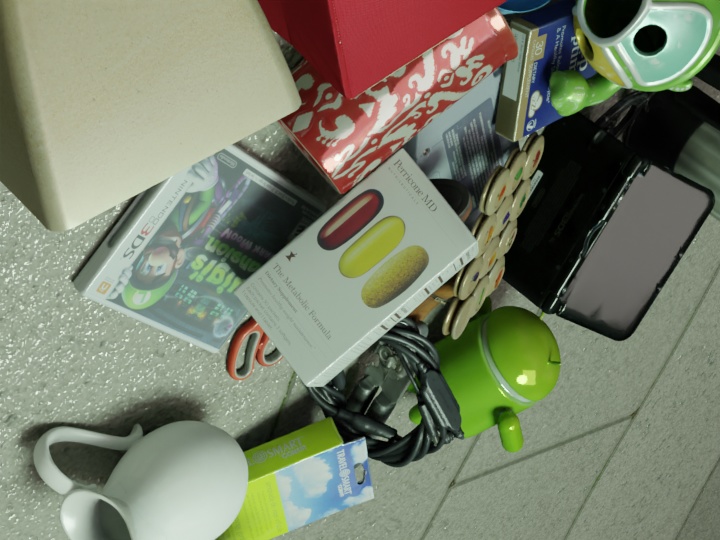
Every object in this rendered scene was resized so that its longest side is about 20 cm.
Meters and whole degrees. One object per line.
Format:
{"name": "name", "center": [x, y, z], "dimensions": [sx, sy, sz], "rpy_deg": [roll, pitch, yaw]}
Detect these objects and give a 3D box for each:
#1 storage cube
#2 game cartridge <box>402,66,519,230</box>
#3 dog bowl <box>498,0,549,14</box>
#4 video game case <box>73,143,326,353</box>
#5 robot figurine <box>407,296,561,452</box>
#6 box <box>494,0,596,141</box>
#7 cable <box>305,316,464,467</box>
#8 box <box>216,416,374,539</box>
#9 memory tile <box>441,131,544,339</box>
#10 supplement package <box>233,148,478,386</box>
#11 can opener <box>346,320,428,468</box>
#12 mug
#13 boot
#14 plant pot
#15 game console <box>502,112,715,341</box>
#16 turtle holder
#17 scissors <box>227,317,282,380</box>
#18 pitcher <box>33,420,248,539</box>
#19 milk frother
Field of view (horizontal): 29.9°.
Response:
{"name": "storage cube", "center": [0.000, -0.275, 1.015], "dimensions": [0.199, 0.171, 0.181], "rpy_deg": [-34, 143, -19]}
{"name": "game cartridge", "center": [0.103, -0.117, 1.388], "dimensions": [0.133, 0.041, 0.201], "rpy_deg": [-40, 144, -17]}
{"name": "dog bowl", "center": [0.162, -0.305, 1.219], "dimensions": [0.199, 0.112, 0.050], "rpy_deg": [-34, -175, -17]}
{"name": "video game case", "center": [-0.140, -0.024, 1.231], "dimensions": [0.183, 0.023, 0.199], "rpy_deg": [-52, 144, 6]}
{"name": "robot figurine", "center": [0.144, 0.117, 1.545], "dimensions": [0.199, 0.178, 0.115], "rpy_deg": [-33, 142, 31]}
{"name": "box", "center": [0.216, -0.221, 1.379], "dimensions": [0.199, 0.032, 0.123], "rpy_deg": [-30, 137, -40]}
{"name": "cable", "center": [0.016, 0.119, 1.433], "dimensions": [0.201, 0.162, 0.051], "rpy_deg": [58, 40, -22]}
{"name": "box", "center": [-0.088, 0.237, 1.470], "dimensions": [0.197, 0.048, 0.123], "rpy_deg": [-20, 138, -11]}
{"name": "memory tile", "center": [0.139, -0.036, 1.404], "dimensions": [0.153, 0.017, 0.202], "rpy_deg": [-41, 151, -54]}
{"name": "supplement package", "center": [0.000, 0.000, 1.237], "dimensions": [0.199, 0.114, 0.110], "rpy_deg": [-41, 173, 2]}
{"name": "can opener", "center": [0.024, 0.140, 1.514], "dimensions": [0.067, 0.053, 0.201], "rpy_deg": [-25, 150, -49]}
{"name": "mug", "center": [0.030, -0.162, 1.192], "dimensions": [0.200, 0.134, 0.178], "rpy_deg": [-42, 142, -2]}
{"name": "boot", "center": [0.077, -0.009, 1.397], "dimensions": [0.188, 0.069, 0.199], "rpy_deg": [-40, 147, 20]}
{"name": "plant pot", "center": [-0.184, -0.179, 0.910], "dimensions": [0.198, 0.199, 0.179], "rpy_deg": [-29, 130, -23]}
{"name": "game console", "center": [0.260, -0.050, 1.504], "dimensions": [0.116, 0.175, 0.202], "rpy_deg": [4, 120, -55]}
{"name": "turtle holder", "center": [0.257, -0.240, 1.290], "dimensions": [0.184, 0.143, 0.131], "rpy_deg": [-18, 171, 39]}
{"name": "scissors", "center": [-0.087, 0.026, 1.340], "dimensions": [0.072, 0.014, 0.202], "rpy_deg": [-12, 133, -37]}
{"name": "pitcher", "center": [-0.208, 0.201, 1.293], "dimensions": [0.121, 0.173, 0.199], "rpy_deg": [-38, 174, 32]}
{"name": "milk frother", "center": [0.374, -0.126, 1.530], "dimensions": [0.199, 0.188, 0.182], "rpy_deg": [-35, 142, -17]}
